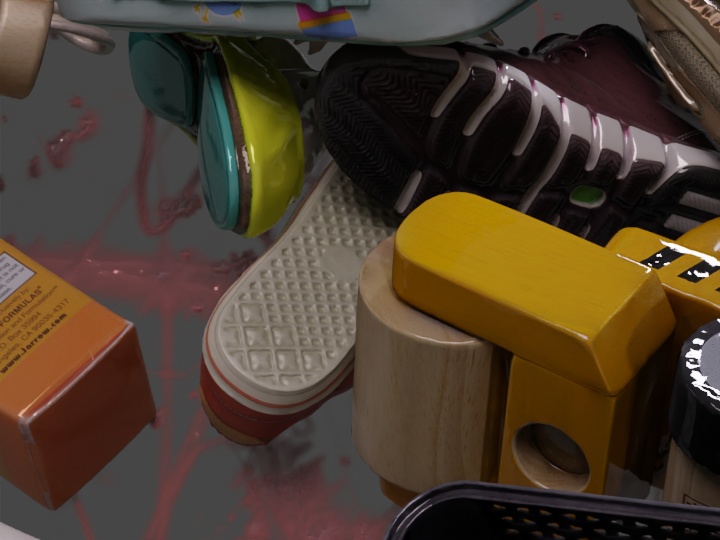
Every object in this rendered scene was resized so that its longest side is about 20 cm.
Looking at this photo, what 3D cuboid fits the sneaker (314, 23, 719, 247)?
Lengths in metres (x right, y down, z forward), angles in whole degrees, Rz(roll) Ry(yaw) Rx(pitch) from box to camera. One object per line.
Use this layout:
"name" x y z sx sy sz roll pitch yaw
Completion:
"sneaker" 0.064 -0.067 1.044 0.200 0.076 0.116 20 32 -25

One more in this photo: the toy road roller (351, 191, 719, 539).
"toy road roller" 0.108 0.036 0.958 0.200 0.123 0.146 22 43 22

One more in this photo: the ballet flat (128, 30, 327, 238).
"ballet flat" -0.045 -0.070 1.062 0.067 0.067 0.200 -5 22 -15

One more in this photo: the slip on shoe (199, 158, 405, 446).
"slip on shoe" 0.000 0.000 1.033 0.074 0.061 0.200 39 50 7

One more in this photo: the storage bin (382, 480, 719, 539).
"storage bin" 0.093 0.157 0.839 0.200 0.094 0.135 3 51 33

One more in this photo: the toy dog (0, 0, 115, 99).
"toy dog" -0.189 -0.086 1.085 0.132 0.200 0.096 18 90 5

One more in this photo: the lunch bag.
"lunch bag" -0.016 -0.140 1.006 0.200 0.077 0.160 4 20 29

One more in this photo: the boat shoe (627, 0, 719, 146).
"boat shoe" 0.144 -0.088 1.021 0.072 0.065 0.200 -15 52 -32

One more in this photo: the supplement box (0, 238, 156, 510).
"supplement box" -0.178 0.012 1.042 0.200 0.067 0.069 30 61 26

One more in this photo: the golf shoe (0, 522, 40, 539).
"golf shoe" -0.078 0.143 0.932 0.200 0.075 0.092 35 48 27

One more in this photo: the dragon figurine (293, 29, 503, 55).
"dragon figurine" -0.028 -0.155 1.161 0.200 0.059 0.099 7 53 14
